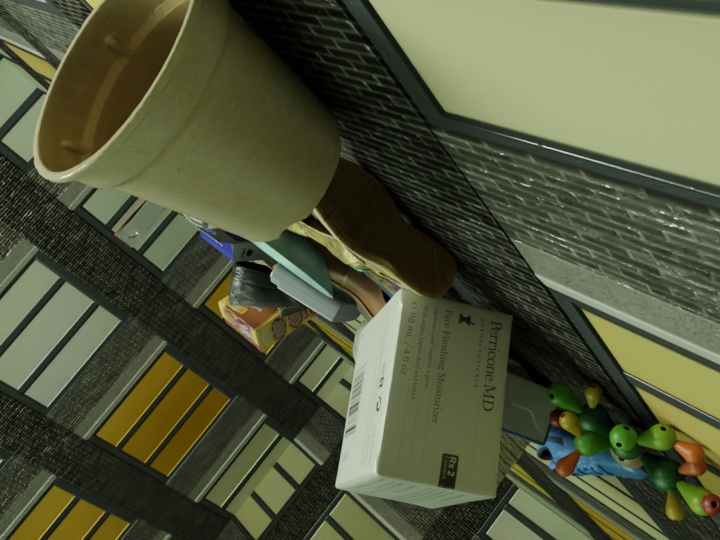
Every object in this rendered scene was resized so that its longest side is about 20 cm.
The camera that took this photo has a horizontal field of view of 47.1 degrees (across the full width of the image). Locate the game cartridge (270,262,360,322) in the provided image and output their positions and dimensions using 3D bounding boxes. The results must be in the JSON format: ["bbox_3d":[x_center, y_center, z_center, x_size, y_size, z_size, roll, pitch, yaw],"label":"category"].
[{"bbox_3d":[-0.053,0.027,1.274,0.133,0.042,0.200,27,-170,7],"label":"game cartridge"}]

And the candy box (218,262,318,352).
[{"bbox_3d":[-0.131,0.045,1.437,0.117,0.200,0.057,31,147,40],"label":"candy box"}]

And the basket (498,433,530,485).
[{"bbox_3d":[0.160,0.231,1.320,0.198,0.161,0.200,33,171,31],"label":"basket"}]

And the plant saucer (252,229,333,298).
[{"bbox_3d":[-0.106,-0.037,1.091,0.201,0.039,0.201,36,175,3],"label":"plant saucer"}]

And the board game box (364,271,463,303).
[{"bbox_3d":[0.076,0.032,1.044,0.200,0.034,0.135,43,170,-26],"label":"board game box"}]

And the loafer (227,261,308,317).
[{"bbox_3d":[-0.120,0.042,1.355,0.200,0.072,0.073,16,-169,-12],"label":"loafer"}]

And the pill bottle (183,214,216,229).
[{"bbox_3d":[-0.217,-0.123,1.217,0.113,0.113,0.200,40,171,-9],"label":"pill bottle"}]

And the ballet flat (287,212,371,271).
[{"bbox_3d":[-0.046,-0.068,0.979,0.200,0.071,0.071,34,170,37],"label":"ballet flat"}]

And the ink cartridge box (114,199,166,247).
[{"bbox_3d":[-0.244,-0.125,1.018,0.050,0.200,0.109,38,172,0],"label":"ink cartridge box"}]

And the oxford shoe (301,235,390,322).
[{"bbox_3d":[0.000,0.000,1.175,0.200,0.071,0.071,44,140,-17],"label":"oxford shoe"}]

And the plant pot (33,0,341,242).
[{"bbox_3d":[-0.122,-0.120,0.657,0.183,0.201,0.200,30,179,-40],"label":"plant pot"}]

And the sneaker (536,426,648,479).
[{"bbox_3d":[0.303,0.250,1.088,0.066,0.078,0.200,44,169,-17],"label":"sneaker"}]

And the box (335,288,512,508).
[{"bbox_3d":[0.067,0.151,0.924,0.130,0.199,0.200,13,159,-10],"label":"box"}]

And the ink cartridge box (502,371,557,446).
[{"bbox_3d":[0.160,0.161,1.122,0.136,0.077,0.200,23,178,-16],"label":"ink cartridge box"}]

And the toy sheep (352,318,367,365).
[{"bbox_3d":[0.048,0.139,1.423,0.138,0.138,0.200,33,156,37],"label":"toy sheep"}]

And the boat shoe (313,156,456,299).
[{"bbox_3d":[0.008,-0.040,0.826,0.200,0.074,0.069,42,165,-26],"label":"boat shoe"}]

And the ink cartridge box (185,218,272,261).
[{"bbox_3d":[-0.188,-0.052,1.377,0.200,0.039,0.099,-2,-153,-46],"label":"ink cartridge box"}]

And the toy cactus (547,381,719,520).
[{"bbox_3d":[0.285,0.195,0.878,0.200,0.102,0.165,26,176,25],"label":"toy cactus"}]
